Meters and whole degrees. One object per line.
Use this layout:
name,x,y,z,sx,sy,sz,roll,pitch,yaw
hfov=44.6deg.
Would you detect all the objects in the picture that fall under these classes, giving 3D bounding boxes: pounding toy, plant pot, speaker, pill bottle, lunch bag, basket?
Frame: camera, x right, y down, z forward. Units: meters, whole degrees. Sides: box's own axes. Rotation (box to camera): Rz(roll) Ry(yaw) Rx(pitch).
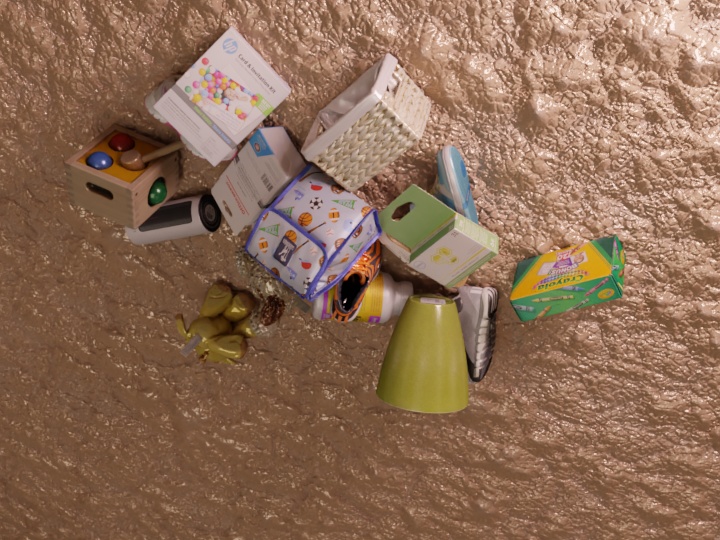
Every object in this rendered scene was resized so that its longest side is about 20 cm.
pounding toy,-0.438,-0.201,1.720,0.199,0.184,0.143,22,134,13
plant pot,0.131,0.154,1.732,0.186,0.187,0.201,8,100,14
speaker,-0.394,-0.105,1.838,0.199,0.081,0.081,-7,126,26
pill bottle,0.003,0.052,1.786,0.199,0.105,0.105,4,132,-5
lunch bag,-0.088,-0.063,1.579,0.170,0.200,0.124,37,167,22
basket,0.013,-0.251,1.525,0.123,0.136,0.200,40,131,-20

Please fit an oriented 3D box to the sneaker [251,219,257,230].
sneaker,-0.109,-0.037,1.690,0.199,0.116,0.080,27,128,-32

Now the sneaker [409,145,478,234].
sneaker,0.136,-0.134,1.614,0.130,0.080,0.201,-4,126,22

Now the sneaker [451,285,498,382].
sneaker,0.214,0.122,1.792,0.115,0.075,0.201,12,106,25

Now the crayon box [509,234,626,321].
crayon box,0.382,0.015,1.618,0.199,0.119,0.058,-17,121,31

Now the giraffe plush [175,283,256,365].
giraffe plush,-0.321,0.150,1.985,0.173,0.199,0.162,52,161,14

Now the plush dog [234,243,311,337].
plush dog,-0.169,0.024,1.761,0.159,0.172,0.201,-14,84,2

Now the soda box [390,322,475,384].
soda box,0.160,0.175,1.863,0.199,0.064,0.068,18,157,7

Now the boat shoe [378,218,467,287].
boat shoe,0.121,-0.032,1.720,0.200,0.071,0.069,35,156,-17

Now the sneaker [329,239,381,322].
sneaker,0.000,0.000,1.686,0.077,0.201,0.112,17,162,-3

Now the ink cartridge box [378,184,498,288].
ink cartridge box,0.132,-0.058,1.607,0.199,0.048,0.145,28,139,-21

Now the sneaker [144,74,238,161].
sneaker,-0.307,-0.286,1.646,0.200,0.082,0.088,38,130,-9

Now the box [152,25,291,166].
box,-0.248,-0.311,1.580,0.200,0.041,0.156,-41,109,12

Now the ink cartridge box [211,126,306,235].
ink cartridge box,-0.195,-0.169,1.684,0.200,0.068,0.116,-42,73,40
